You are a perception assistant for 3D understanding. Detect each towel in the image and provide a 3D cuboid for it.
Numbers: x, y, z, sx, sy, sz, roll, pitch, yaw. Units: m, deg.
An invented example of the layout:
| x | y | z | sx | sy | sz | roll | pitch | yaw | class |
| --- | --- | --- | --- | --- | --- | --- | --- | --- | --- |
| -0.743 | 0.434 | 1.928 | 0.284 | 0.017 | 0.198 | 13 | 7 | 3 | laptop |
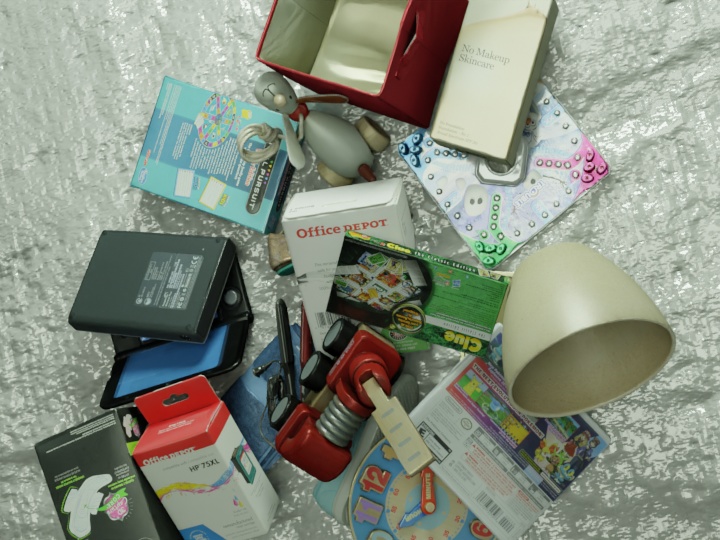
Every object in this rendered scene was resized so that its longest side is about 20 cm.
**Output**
| x | y | z | sx | sy | sz | roll | pitch | yaw | class |
| --- | --- | --- | --- | --- | --- | --- | --- | --- | --- |
| -0.116 | 0.173 | 1.637 | 0.112 | 0.048 | 0.200 | 44 | 98 | 13 | towel |

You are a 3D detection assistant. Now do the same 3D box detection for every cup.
| x | y | z | sx | sy | sz | roll | pitch | yaw | class |
| --- | --- | --- | --- | --- | --- | --- | --- | --- | --- |
| 0.243 | 0.055 | 1.469 | 0.198 | 0.201 | 0.145 | -24 | 56 | 11 | cup |

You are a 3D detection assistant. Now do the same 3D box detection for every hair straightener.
| x | y | z | sx | sy | sz | roll | pitch | yaw | class |
| --- | --- | --- | --- | --- | --- | --- | --- | --- | --- |
| -0.096 | 0.135 | 1.595 | 0.076 | 0.041 | 0.204 | -1 | 91 | 13 | hair straightener |

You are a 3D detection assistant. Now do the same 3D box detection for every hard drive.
| x | y | z | sx | sy | sz | roll | pitch | yaw | class |
| --- | --- | --- | --- | --- | --- | --- | --- | --- | --- |
| -0.269 | 0.017 | 1.644 | 0.197 | 0.033 | 0.141 | 4 | 63 | 24 | hard drive |

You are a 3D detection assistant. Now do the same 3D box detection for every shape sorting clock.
| x | y | z | sx | sy | sz | roll | pitch | yaw | class |
| --- | --- | --- | --- | --- | --- | --- | --- | --- | --- |
| 0.082 | 0.286 | 1.559 | 0.196 | 0.039 | 0.204 | 0 | 91 | -7 | shape sorting clock |

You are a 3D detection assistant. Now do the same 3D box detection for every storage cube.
| x | y | z | sx | sy | sz | roll | pitch | yaw | class |
| --- | --- | --- | --- | --- | --- | --- | --- | --- | --- |
| 0.006 | -0.293 | 1.549 | 0.198 | 0.179 | 0.174 | 20 | 92 | 24 | storage cube |

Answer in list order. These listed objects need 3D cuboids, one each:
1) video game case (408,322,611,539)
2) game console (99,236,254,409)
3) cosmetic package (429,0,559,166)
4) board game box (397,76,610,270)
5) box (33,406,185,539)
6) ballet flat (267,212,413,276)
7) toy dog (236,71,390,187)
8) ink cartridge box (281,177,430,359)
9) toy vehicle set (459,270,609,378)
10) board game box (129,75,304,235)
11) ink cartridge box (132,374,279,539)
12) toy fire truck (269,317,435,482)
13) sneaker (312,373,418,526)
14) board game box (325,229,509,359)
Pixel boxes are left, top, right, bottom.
| x | y | z | sx | sy | sz | roll | pitch | yaw | class |
| --- | --- | --- | --- | --- | --- | --- | --- | --- | --- |
| 0.172 | 0.198 | 1.540 | 0.182 | 0.023 | 0.200 | -45 | 94 | -1 | video game case |
| -0.248 | 0.064 | 1.639 | 0.197 | 0.116 | 0.179 | -17 | 85 | 12 | game console |
| 0.162 | -0.239 | 1.549 | 0.102 | 0.073 | 0.203 | 16 | 92 | 14 | cosmetic package |
| 0.175 | -0.139 | 1.591 | 0.199 | 0.026 | 0.201 | -39 | 79 | 9 | board game box |
| -0.301 | 0.287 | 1.625 | 0.123 | 0.148 | 0.203 | -22 | 82 | 10 | box |
| -0.032 | -0.057 | 1.619 | 0.197 | 0.068 | 0.068 | -20 | 76 | 10 | ballet flat |
| -0.044 | -0.160 | 1.569 | 0.097 | 0.197 | 0.133 | 54 | 127 | 51 | toy dog |
| 0.000 | 0.000 | 1.554 | 0.144 | 0.085 | 0.203 | -7 | 115 | 13 | ink cartridge box |
| 0.222 | 0.068 | 1.569 | 0.197 | 0.026 | 0.127 | 4 | 88 | 14 | toy vehicle set |
| -0.184 | -0.149 | 1.669 | 0.197 | 0.047 | 0.153 | 19 | 92 | 14 | board game box |
| -0.197 | 0.239 | 1.572 | 0.115 | 0.067 | 0.202 | -20 | 112 | 22 | ink cartridge box |
| -0.005 | 0.177 | 1.470 | 0.128 | 0.200 | 0.177 | 33 | 100 | -16 | toy fire truck |
| -0.002 | 0.210 | 1.597 | 0.081 | 0.074 | 0.202 | 24 | 81 | 35 | sneaker |
| 0.065 | 0.028 | 1.495 | 0.197 | 0.024 | 0.106 | 17 | 115 | 2 | board game box |
